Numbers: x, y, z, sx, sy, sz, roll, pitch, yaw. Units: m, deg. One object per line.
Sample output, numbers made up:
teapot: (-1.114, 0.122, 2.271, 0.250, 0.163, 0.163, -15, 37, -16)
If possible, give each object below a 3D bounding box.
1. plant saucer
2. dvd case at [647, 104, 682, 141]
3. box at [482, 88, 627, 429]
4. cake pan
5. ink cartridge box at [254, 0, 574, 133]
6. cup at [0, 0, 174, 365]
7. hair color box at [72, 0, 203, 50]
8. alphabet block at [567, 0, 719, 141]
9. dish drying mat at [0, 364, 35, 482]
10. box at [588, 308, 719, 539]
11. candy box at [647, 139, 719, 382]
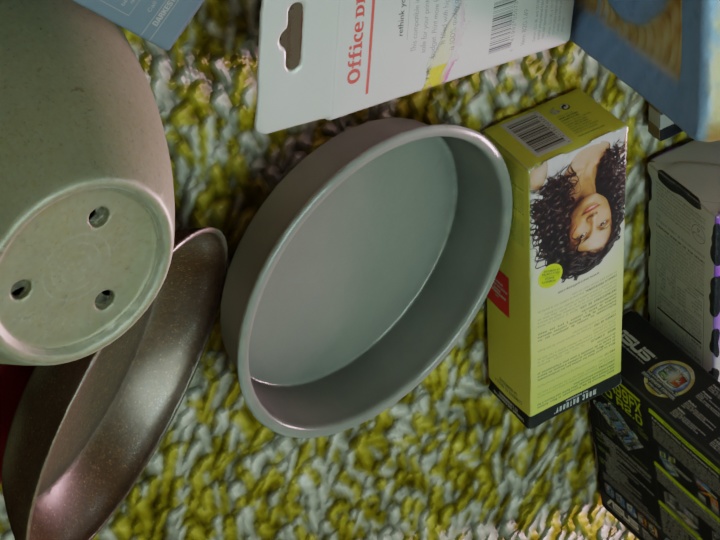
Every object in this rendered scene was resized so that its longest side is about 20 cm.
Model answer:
plant saucer: (-0.133, 0.060, 1.459, 0.200, 0.037, 0.200, -59, 168, -20)
dvd case: (0.230, -0.184, 1.641, 0.149, 0.016, 0.200, -25, 134, -25)
box: (0.114, -0.005, 1.659, 0.075, 0.050, 0.200, -25, 135, -23)
cake pan: (0.000, 0.000, 1.558, 0.200, 0.037, 0.200, -30, 139, -29)
ink cartridge box: (0.016, -0.154, 1.446, 0.200, 0.067, 0.117, -20, 132, -30)
cup: (-0.166, -0.036, 1.329, 0.200, 0.143, 0.200, -23, 133, -26)
hair color box: (-0.159, -0.178, 1.256, 0.200, 0.099, 0.061, 25, 104, -48)
alphabet block: (0.226, -0.196, 1.442, 0.200, 0.195, 0.196, -8, 116, -16)
dish drying mat: (-0.191, 0.077, 1.479, 0.200, 0.018, 0.077, -57, 158, 9)
box: (0.219, 0.140, 1.745, 0.044, 0.200, 0.160, -30, 135, -19)
candy box: (0.265, -0.007, 1.766, 0.168, 0.072, 0.200, -26, 134, -23)
